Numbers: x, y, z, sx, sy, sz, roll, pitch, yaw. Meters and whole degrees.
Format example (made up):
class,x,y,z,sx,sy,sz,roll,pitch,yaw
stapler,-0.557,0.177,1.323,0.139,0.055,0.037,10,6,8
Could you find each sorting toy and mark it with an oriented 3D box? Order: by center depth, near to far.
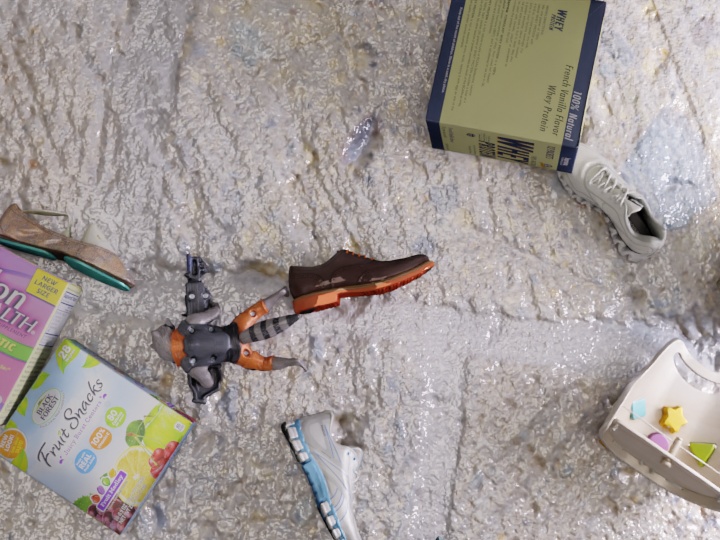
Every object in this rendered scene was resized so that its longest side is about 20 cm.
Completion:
class,x,y,z,sx,sy,sz,roll,pitch,yaw
sorting toy,0.433,0.195,1.367,0.199,0.107,0.181,35,75,-1

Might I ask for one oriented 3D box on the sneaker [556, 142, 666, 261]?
class,x,y,z,sx,sy,sz,roll,pitch,yaw
sneaker,0.348,-0.103,1.395,0.075,0.081,0.200,-41,88,-6

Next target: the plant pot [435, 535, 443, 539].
class,x,y,z,sx,sy,sz,roll,pitch,yaw
plant pot,0.065,0.469,1.262,0.195,0.200,0.201,-30,87,1

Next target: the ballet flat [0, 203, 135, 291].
class,x,y,z,sx,sy,sz,roll,pitch,yaw
ballet flat,-0.380,-0.037,1.328,0.199,0.068,0.068,22,75,-4

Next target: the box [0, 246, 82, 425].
class,x,y,z,sx,sy,sz,roll,pitch,yaw
box,-0.485,0.069,1.289,0.175,0.097,0.201,27,82,-2

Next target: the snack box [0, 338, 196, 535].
class,x,y,z,sx,sy,sz,roll,pitch,yaw
snack box,-0.340,0.211,1.303,0.199,0.068,0.169,32,83,0

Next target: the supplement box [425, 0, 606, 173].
class,x,y,z,sx,sy,sz,roll,pitch,yaw
supplement box,0.206,-0.256,1.349,0.198,0.134,0.202,11,83,10

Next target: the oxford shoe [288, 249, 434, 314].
class,x,y,z,sx,sy,sz,roll,pitch,yaw
oxford shoe,0.000,0.000,1.357,0.198,0.071,0.073,-14,81,-6

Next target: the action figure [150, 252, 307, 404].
class,x,y,z,sx,sy,sz,roll,pitch,yaw
action figure,-0.181,0.065,1.317,0.192,0.105,0.202,-11,84,-12

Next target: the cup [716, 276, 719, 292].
class,x,y,z,sx,sy,sz,roll,pitch,yaw
cup,0.567,0.028,1.361,0.143,0.200,0.201,-29,87,19

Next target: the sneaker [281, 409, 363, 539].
class,x,y,z,sx,sy,sz,roll,pitch,yaw
sneaker,-0.026,0.276,1.325,0.086,0.075,0.201,-23,87,-13
